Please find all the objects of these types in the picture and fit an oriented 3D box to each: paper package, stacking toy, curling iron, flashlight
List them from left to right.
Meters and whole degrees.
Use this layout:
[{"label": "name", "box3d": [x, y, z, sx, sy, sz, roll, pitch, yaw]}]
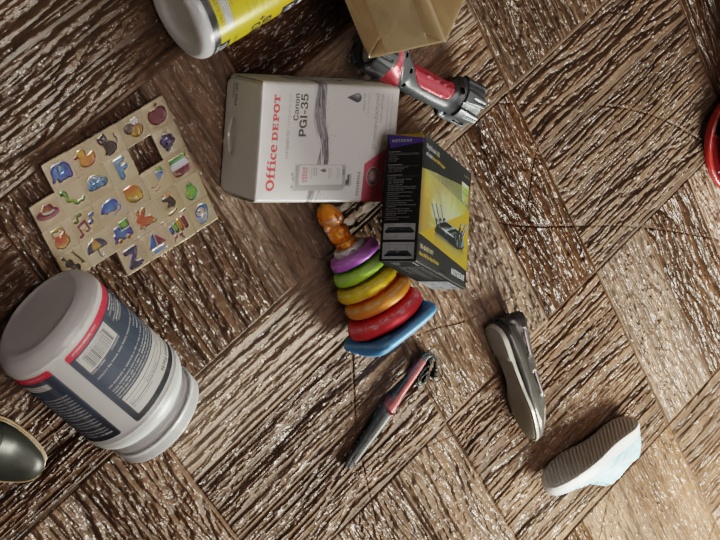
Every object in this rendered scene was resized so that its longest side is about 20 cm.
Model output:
[{"label": "stacking toy", "box3d": [0.000, 0.000, 1.653, 0.109, 0.116, 0.201, -37, 106, -27]}, {"label": "curling iron", "box3d": [0.046, 0.191, 1.765, 0.200, 0.025, 0.050, -50, 121, -13]}, {"label": "paper package", "box3d": [0.049, -0.382, 1.514, 0.192, 0.102, 0.201, 63, 34, -34]}, {"label": "flashlight", "box3d": [0.081, -0.250, 1.652, 0.199, 0.067, 0.069, 19, 73, -37]}]

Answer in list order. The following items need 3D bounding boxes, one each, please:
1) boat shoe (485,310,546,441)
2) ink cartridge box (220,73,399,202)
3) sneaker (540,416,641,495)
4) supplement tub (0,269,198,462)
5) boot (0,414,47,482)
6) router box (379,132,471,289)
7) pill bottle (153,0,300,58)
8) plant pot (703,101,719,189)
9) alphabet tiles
[{"label": "boat shoe", "box3d": [0.239, 0.152, 1.863, 0.057, 0.067, 0.202, -29, 114, -20]}, {"label": "ink cartridge box", "box3d": [-0.060, -0.158, 1.567, 0.198, 0.083, 0.148, -3, 104, -34]}, {"label": "sneaker", "box3d": [0.363, 0.306, 1.983, 0.199, 0.074, 0.083, -27, 113, -25]}, {"label": "supplement tub", "box3d": [-0.290, 0.109, 1.444, 0.141, 0.140, 0.200, -51, 124, -13]}, {"label": "boot", "box3d": [-0.409, 0.197, 1.386, 0.199, 0.138, 0.078, 30, 85, -36]}, {"label": "router box", "box3d": [0.085, -0.070, 1.627, 0.200, 0.052, 0.159, 24, 67, -66]}, {"label": "pill bottle", "box3d": [-0.129, -0.332, 1.457, 0.199, 0.112, 0.113, -35, 119, -21]}, {"label": "plant pot", "box3d": [0.637, -0.189, 1.976, 0.199, 0.182, 0.203, -10, 108, -33]}, {"label": "alphabet tiles", "box3d": [-0.276, -0.080, 1.487, 0.199, 0.008, 0.168, -34, 119, -22]}]
